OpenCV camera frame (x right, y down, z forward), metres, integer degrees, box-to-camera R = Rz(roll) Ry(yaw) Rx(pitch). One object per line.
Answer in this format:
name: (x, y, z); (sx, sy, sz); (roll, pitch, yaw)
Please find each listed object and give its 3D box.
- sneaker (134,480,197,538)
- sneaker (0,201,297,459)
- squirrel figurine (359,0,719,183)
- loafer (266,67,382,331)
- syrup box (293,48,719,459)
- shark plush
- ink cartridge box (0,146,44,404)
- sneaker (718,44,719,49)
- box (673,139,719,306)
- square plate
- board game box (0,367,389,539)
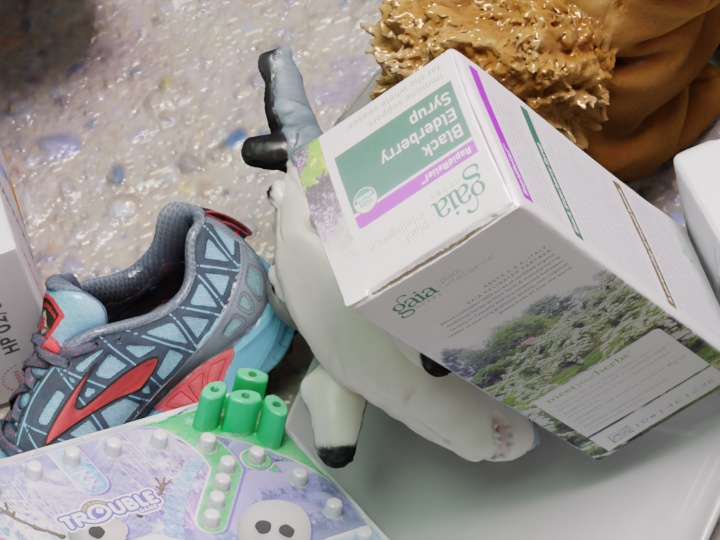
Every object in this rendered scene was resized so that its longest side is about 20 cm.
sneaker: (-0.137, 0.161, 1.179); (0.088, 0.075, 0.200); (20, 66, 37)
sneaker: (-0.126, 0.045, 1.222); (0.200, 0.096, 0.079); (-42, 35, -17)
squirrel figurine: (0.095, -0.102, 1.174); (0.142, 0.187, 0.200); (48, 62, 0)
loafer: (0.015, -0.045, 1.269); (0.070, 0.070, 0.200); (42, 59, -10)
syrup box: (0.066, -0.002, 1.109); (0.079, 0.200, 0.082); (-33, 54, 19)
shark plush: (0.000, 0.000, 1.191); (0.083, 0.091, 0.200); (-11, 54, -42)
ink cartridge box: (-0.186, -0.014, 1.268); (0.068, 0.115, 0.200); (-18, 57, -3)
sneaker: (0.162, -0.152, 1.309); (0.200, 0.075, 0.079); (36, 62, 20)
box: (0.241, 0.024, 1.149); (0.152, 0.106, 0.200); (-23, 56, -2)
square plate: (0.046, 0.117, 1.184); (0.198, 0.028, 0.200); (15, 63, 22)
board game box: (-0.067, 0.125, 1.109); (0.200, 0.026, 0.200); (-15, 46, -35)
